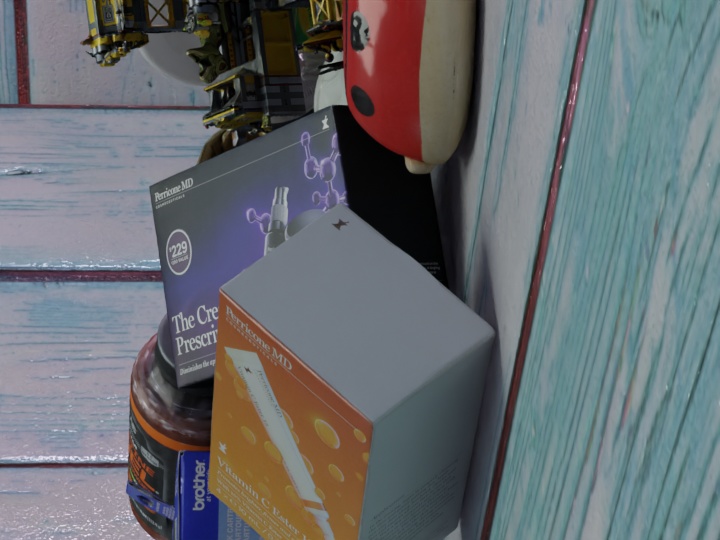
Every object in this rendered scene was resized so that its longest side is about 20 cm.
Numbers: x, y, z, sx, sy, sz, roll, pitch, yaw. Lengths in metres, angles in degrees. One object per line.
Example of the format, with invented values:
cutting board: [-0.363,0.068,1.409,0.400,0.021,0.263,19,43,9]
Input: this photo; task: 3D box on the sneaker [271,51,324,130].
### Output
sneaker: [-0.053,-0.117,1.866,0.200,0.078,0.112,-72,-13,-63]

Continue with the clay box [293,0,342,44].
clay box: [-0.036,-0.244,1.818,0.200,0.048,0.115,-101,13,-58]

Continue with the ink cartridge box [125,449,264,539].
ink cartridge box: [-0.055,0.164,1.623,0.136,0.200,0.076,113,157,-76]

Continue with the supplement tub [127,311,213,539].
supplement tub: [-0.110,0.105,1.728,0.200,0.107,0.107,98,171,-50]

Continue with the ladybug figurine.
ladybug figurine: [0.027,-0.157,1.448,0.136,0.072,0.200,-178,88,-84]

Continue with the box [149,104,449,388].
box: [-0.041,-0.012,1.556,0.200,0.079,0.141,-20,73,48]

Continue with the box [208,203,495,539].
box: [-0.009,0.082,1.405,0.124,0.097,0.200,40,148,24]

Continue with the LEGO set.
LEGO set: [-0.082,-0.139,1.558,0.200,0.154,0.116,-14,82,49]

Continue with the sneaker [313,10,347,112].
sneaker: [0.008,-0.106,1.659,0.116,0.074,0.200,-91,6,-46]

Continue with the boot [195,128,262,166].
boot: [-0.048,-0.053,1.765,0.200,0.073,0.156,-52,-42,-37]

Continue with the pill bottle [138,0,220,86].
pill bottle: [-0.110,-0.232,1.757,0.200,0.113,0.113,-98,10,-49]
